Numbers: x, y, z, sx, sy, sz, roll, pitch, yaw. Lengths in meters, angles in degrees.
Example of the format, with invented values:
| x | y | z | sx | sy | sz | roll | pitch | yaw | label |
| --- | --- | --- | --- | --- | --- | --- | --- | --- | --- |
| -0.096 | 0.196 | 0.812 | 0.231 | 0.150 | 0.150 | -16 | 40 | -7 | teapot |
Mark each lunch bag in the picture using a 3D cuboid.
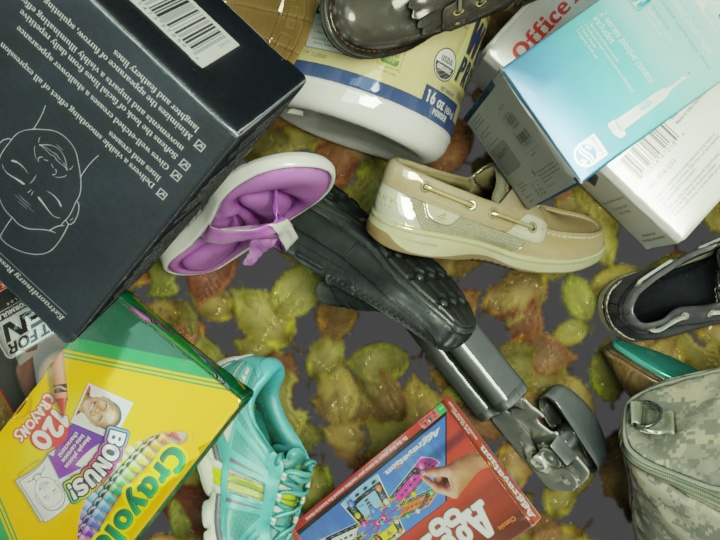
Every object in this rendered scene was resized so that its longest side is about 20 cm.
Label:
| x | y | z | sx | sy | sz | roll | pitch | yaw | label |
| --- | --- | --- | --- | --- | --- | --- | --- | --- | --- |
| 0.269 | 0.165 | 0.727 | 0.167 | 0.140 | 0.201 | 0 | 131 | 22 | lunch bag |

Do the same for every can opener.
| x | y | z | sx | sy | sz | roll | pitch | yaw | label |
| --- | --- | --- | --- | --- | --- | --- | --- | --- | --- |
| 0.111 | 0.083 | 0.809 | 0.067 | 0.053 | 0.200 | -38 | 89 | -34 | can opener |

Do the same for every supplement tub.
| x | y | z | sx | sy | sz | roll | pitch | yaw | label |
| --- | --- | --- | --- | --- | --- | --- | --- | --- | --- |
| 0.023 | -0.192 | 0.759 | 0.144 | 0.144 | 0.201 | 18 | 88 | -1 | supplement tub |

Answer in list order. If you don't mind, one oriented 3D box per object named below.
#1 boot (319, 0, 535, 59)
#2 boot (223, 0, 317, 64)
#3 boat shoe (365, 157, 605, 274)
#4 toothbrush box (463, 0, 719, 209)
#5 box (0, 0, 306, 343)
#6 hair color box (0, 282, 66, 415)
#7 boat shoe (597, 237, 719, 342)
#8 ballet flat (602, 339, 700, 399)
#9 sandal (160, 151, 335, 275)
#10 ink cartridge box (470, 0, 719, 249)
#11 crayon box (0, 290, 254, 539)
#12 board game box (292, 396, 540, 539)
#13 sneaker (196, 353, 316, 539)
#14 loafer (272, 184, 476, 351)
| x | y | z | sx | sy | sz | roll | pitch | yaw | label |
| --- | --- | --- | --- | --- | --- | --- | --- | --- | --- |
| 0.088 | -0.183 | 0.613 | 0.199 | 0.174 | 0.070 | -23 | 104 | -18 | boot |
| -0.086 | -0.197 | 0.729 | 0.072 | 0.155 | 0.201 | 18 | 89 | -25 | boot |
| 0.101 | -0.043 | 0.762 | 0.199 | 0.072 | 0.065 | 6 | 111 | -25 | boat shoe |
| 0.178 | -0.135 | 0.674 | 0.199 | 0.146 | 0.086 | -35 | 89 | -3 | toothbrush box |
| -0.157 | -0.083 | 0.628 | 0.148 | 0.107 | 0.200 | 43 | 122 | -5 | box |
| -0.212 | 0.078 | 0.788 | 0.101 | 0.061 | 0.201 | -30 | 90 | -3 | hair color box |
| 0.283 | 0.009 | 0.799 | 0.199 | 0.063 | 0.073 | -17 | 89 | -2 | boat shoe |
| 0.272 | 0.115 | 0.804 | 0.199 | 0.068 | 0.073 | 17 | 107 | -5 | ballet flat |
| -0.076 | -0.026 | 0.738 | 0.082 | 0.202 | 0.050 | -5 | 74 | -33 | sandal |
| 0.204 | -0.138 | 0.791 | 0.200 | 0.084 | 0.146 | 44 | 87 | 0 | ink cartridge box |
| -0.182 | 0.127 | 0.725 | 0.119 | 0.058 | 0.200 | 38 | 90 | 2 | crayon box |
| 0.025 | 0.189 | 0.755 | 0.200 | 0.019 | 0.103 | -44 | 78 | 27 | board game box |
| -0.071 | 0.159 | 0.761 | 0.079 | 0.077 | 0.201 | -18 | 80 | 22 | sneaker |
| 0.000 | 0.000 | 0.771 | 0.200 | 0.068 | 0.071 | 39 | 112 | 27 | loafer |
